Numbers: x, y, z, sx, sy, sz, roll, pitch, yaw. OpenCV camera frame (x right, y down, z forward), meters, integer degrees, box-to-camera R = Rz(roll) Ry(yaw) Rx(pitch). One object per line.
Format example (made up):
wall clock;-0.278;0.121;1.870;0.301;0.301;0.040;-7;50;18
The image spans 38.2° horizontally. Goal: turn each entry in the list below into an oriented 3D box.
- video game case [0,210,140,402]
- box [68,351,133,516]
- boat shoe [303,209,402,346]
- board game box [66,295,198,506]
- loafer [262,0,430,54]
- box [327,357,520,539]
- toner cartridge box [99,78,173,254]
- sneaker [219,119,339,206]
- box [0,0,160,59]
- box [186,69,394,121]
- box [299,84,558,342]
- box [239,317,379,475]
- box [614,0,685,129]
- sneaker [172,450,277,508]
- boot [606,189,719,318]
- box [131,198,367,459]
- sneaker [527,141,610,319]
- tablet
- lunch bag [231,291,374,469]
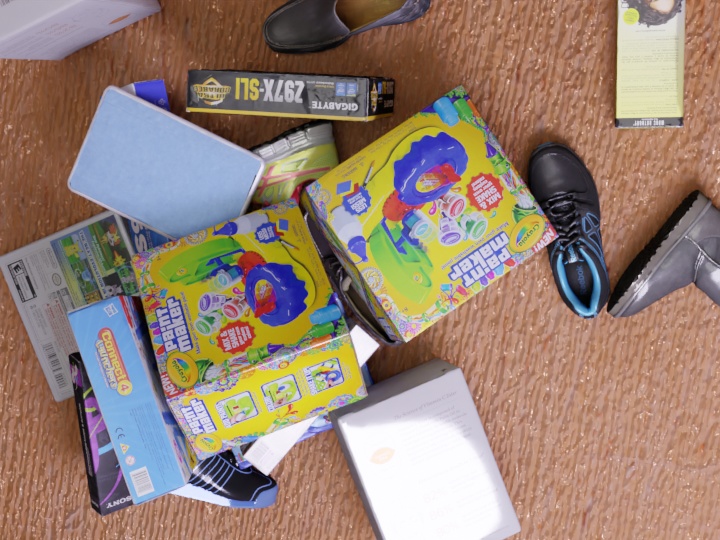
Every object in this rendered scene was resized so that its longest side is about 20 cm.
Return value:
video game case;-0.343;0.045;1.312;0.181;0.022;0.201;-20;93;14
box;-0.265;0.179;1.251;0.036;0.142;0.202;21;120;51
boat shoe;0.000;0.000;1.210;0.073;0.065;0.200;-39;89;16
board game box;-0.234;0.128;1.101;0.055;0.196;0.202;-20;90;-5
loafer;-0.023;-0.293;1.164;0.198;0.072;0.073;-16;96;14
box;0.069;0.223;1.187;0.151;0.106;0.202;-21;94;-8
toner cartridge box;-0.250;-0.117;1.231;0.095;0.043;0.202;-4;100;52
sneaker;-0.112;-0.101;1.214;0.199;0.078;0.091;-20;104;17
box;-0.342;-0.314;1.154;0.151;0.200;0.107;-22;96;14
box;-0.072;-0.195;1.146;0.198;0.160;0.050;5;100;10
box;0.070;-0.058;1.129;0.199;0.122;0.193;-34;92;-6
box;-0.059;0.144;1.193;0.041;0.039;0.200;40;90;-17
box;0.309;-0.253;1.113;0.075;0.050;0.202;-1;99;12
sneaker;-0.181;0.231;1.250;0.199;0.070;0.079;18;94;-29
boot;0.397;0.033;1.139;0.200;0.073;0.182;38;106;-3
box;-0.120;0.060;1.111;0.191;0.122;0.201;-21;51;-5
sneaker;0.235;-0.044;1.146;0.073;0.082;0.202;-17;94;15
tablet;-0.219;-0.109;1.173;0.199;0.014;0.131;26;100;-1
lunch bag;-0.078;0.121;1.244;0.199;0.094;0.152;-22;99;2
